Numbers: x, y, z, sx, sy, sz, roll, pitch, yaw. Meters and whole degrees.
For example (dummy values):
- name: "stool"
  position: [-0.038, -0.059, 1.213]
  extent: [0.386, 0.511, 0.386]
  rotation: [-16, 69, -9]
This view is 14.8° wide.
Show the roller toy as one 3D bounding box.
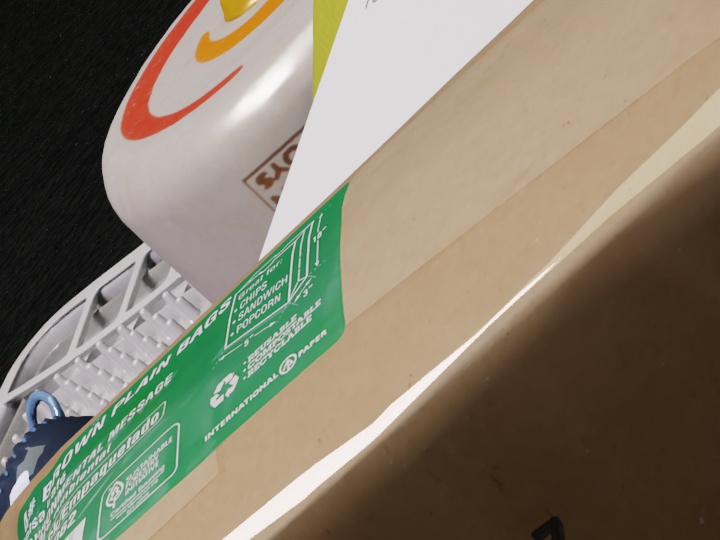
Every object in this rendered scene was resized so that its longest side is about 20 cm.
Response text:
- name: "roller toy"
  position: [0.007, -0.060, 0.951]
  extent: [0.183, 0.140, 0.200]
  rotation: [-54, 19, -18]

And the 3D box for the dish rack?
- name: "dish rack"
  position: [-0.099, 0.060, 1.107]
  extent: [0.171, 0.044, 0.200]
  rotation: [-35, 21, 34]

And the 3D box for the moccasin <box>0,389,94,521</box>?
- name: "moccasin"
  position: [-0.070, 0.084, 0.780]
  extent: [0.081, 0.068, 0.200]
  rotation: [-59, -21, -13]

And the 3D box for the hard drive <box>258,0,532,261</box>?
- name: "hard drive"
  position: [0.023, -0.044, 0.672]
  extent: [0.132, 0.026, 0.201]
  rotation: [-29, 39, 57]

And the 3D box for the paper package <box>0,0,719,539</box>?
- name: "paper package"
  position: [0.060, 0.061, 0.478]
  extent: [0.200, 0.190, 0.104]
  rotation: [-43, 17, 18]

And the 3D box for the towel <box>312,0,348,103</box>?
- name: "towel"
  position: [0.000, 0.000, 0.823]
  extent: [0.018, 0.201, 0.086]
  rotation: [-3, 19, -10]
